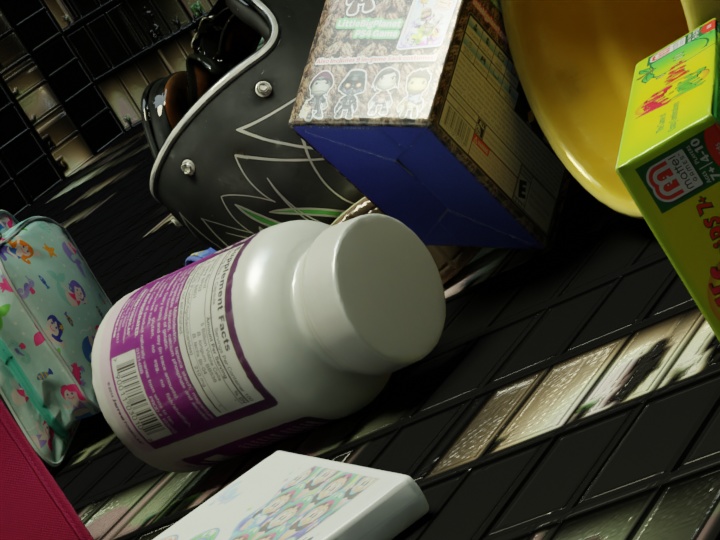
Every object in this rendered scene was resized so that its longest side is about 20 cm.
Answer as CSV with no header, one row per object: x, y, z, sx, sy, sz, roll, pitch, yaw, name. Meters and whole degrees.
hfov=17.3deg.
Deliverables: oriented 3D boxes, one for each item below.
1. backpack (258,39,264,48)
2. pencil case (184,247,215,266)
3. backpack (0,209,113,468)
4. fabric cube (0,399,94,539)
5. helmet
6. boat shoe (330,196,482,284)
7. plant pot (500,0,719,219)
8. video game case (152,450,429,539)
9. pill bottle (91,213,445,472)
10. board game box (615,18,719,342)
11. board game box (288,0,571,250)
-0.109,-0.401,3.579,0.200,0.127,0.167,-36,-1,-16,backpack
-0.032,-0.027,1.664,0.200,0.078,0.087,-37,18,-26,pencil case
-0.258,0.049,1.707,0.150,0.178,0.200,-29,12,10,backpack
-0.275,0.134,1.290,0.199,0.197,0.200,-34,10,-11,fabric cube
-0.046,-0.095,1.544,0.199,0.200,0.191,-29,50,16,helmet
0.000,0.000,1.488,0.199,0.072,0.076,-30,-6,7,boat shoe
0.202,-0.149,1.262,0.188,0.202,0.201,-19,5,-21,plant pot
-0.076,0.148,1.110,0.182,0.024,0.200,-35,10,-16,video game case
-0.050,0.037,1.309,0.199,0.113,0.112,-22,14,42,pill bottle
0.163,-0.039,1.054,0.047,0.102,0.200,-30,10,16,board game box
0.061,-0.136,1.375,0.096,0.159,0.201,3,66,34,board game box
